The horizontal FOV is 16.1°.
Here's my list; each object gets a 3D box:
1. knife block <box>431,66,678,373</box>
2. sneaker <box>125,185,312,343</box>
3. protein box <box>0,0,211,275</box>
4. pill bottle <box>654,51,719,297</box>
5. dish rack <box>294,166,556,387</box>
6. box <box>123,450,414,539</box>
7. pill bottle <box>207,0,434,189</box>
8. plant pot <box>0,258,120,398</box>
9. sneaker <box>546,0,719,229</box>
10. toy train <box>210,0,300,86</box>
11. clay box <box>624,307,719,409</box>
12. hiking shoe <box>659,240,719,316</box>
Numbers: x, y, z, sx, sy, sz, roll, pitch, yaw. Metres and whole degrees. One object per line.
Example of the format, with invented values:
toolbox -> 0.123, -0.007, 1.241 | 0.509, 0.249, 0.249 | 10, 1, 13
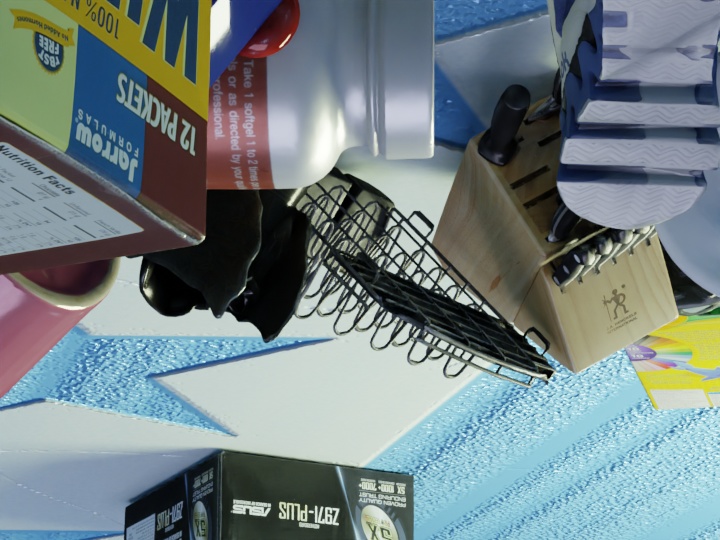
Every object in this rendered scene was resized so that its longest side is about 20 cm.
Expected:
knife block -> 0.085, -0.049, 1.230 | 0.064, 0.176, 0.200 | -27, -149, -14
sneaker -> -0.079, -0.029, 1.153 | 0.060, 0.104, 0.200 | 35, 166, -33
protein box -> -0.168, -0.107, 0.870 | 0.200, 0.199, 0.135 | -8, 159, 24
pill bottle -> 0.208, -0.042, 1.116 | 0.114, 0.114, 0.200 | -9, 178, 26
dish rack -> 0.000, 0.000, 1.239 | 0.153, 0.055, 0.200 | 21, -163, -44
box -> -0.074, 0.211, 1.967 | 0.164, 0.086, 0.200 | 9, 159, -25
pill bottle -> -0.069, -0.088, 1.054 | 0.200, 0.112, 0.112 | 1, 161, 2
plant pot -> -0.222, -0.003, 1.225 | 0.179, 0.200, 0.200 | -29, 148, 28
sneaker -> 0.111, -0.126, 0.995 | 0.080, 0.115, 0.200 | 4, 132, -14
toy train -> -0.075, -0.134, 0.968 | 0.116, 0.200, 0.085 | 38, 175, 17
clay box -> 0.213, 0.032, 1.491 | 0.115, 0.048, 0.200 | -4, 159, 13
hiking shoe -> 0.201, -0.005, 1.344 | 0.200, 0.075, 0.087 | -3, 160, 12
